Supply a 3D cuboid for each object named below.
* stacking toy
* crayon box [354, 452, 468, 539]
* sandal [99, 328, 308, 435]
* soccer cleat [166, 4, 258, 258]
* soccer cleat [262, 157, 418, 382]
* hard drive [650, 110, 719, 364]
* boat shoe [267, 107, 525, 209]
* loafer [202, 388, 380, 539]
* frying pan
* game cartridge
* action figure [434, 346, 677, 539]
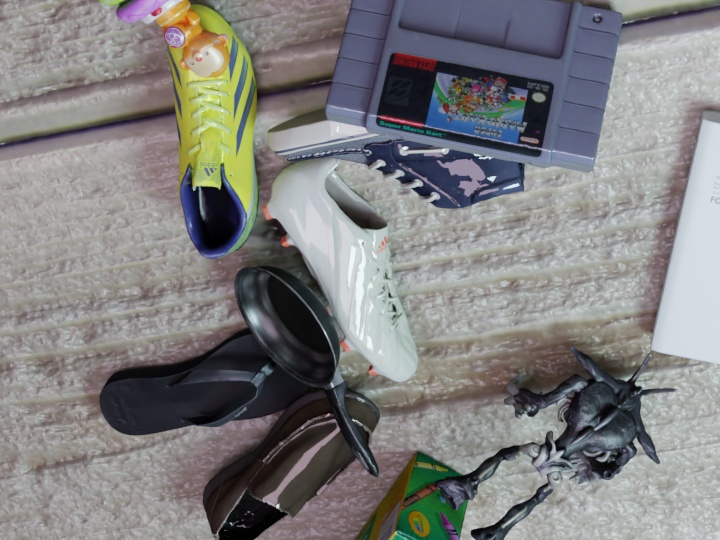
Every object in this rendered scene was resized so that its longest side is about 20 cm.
[{"bbox_3d":[-0.162,-0.223,1.435,0.116,0.110,0.200,-29,104,23],"label":"stacking toy"},{"bbox_3d":[0.015,0.265,1.658,0.058,0.119,0.200,29,119,-5],"label":"crayon box"},{"bbox_3d":[-0.127,0.104,1.644,0.199,0.043,0.076,-18,112,19],"label":"sandal"},{"bbox_3d":[-0.114,-0.104,1.510,0.064,0.084,0.201,0,117,11],"label":"soccer cleat"},{"bbox_3d":[0.000,0.000,1.554,0.077,0.069,0.200,-27,107,19],"label":"soccer cleat"},{"bbox_3d":[0.307,-0.017,1.506,0.131,0.027,0.201,11,118,5],"label":"hard drive"},{"bbox_3d":[0.033,-0.086,1.487,0.199,0.075,0.093,-10,104,12],"label":"boat shoe"},{"bbox_3d":[-0.056,0.174,1.644,0.073,0.071,0.200,30,124,-25],"label":"loafer"},{"bbox_3d":[-0.030,0.068,1.550,0.190,0.031,0.115,46,152,10],"label":"frying pan"},{"bbox_3d":[0.083,-0.148,1.430,0.199,0.130,0.038,11,154,5],"label":"game cartridge"},{"bbox_3d":[0.157,0.137,1.579,0.200,0.102,0.119,-37,98,-2],"label":"action figure"}]
